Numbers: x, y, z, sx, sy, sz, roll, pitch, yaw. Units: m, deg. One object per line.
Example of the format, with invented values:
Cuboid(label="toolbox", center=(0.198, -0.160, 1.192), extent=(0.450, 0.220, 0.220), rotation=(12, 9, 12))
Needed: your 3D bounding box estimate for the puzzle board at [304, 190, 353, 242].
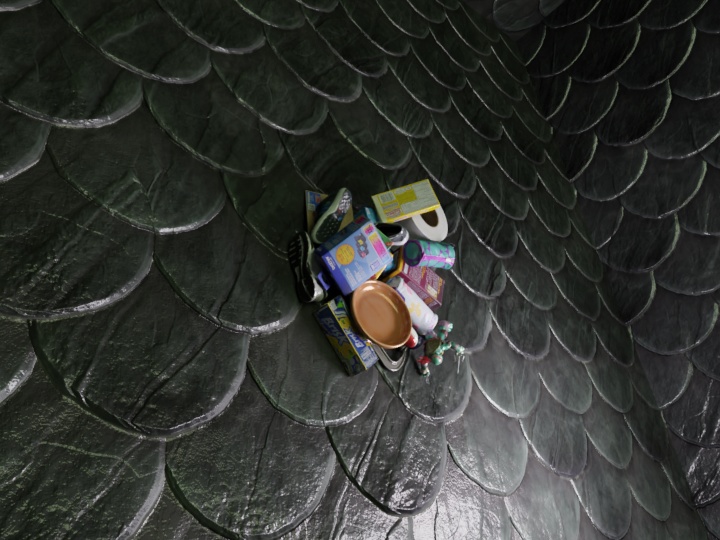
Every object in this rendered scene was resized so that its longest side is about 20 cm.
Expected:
Cuboid(label="puzzle board", center=(-0.088, -0.146, 1.695), extent=(0.147, 0.018, 0.203), rotation=(10, 47, -20))

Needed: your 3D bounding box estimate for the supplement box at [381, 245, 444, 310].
Cuboid(label="supplement box", center=(0.169, 0.032, 1.846), extent=(0.199, 0.085, 0.112), rotation=(38, 42, -23))

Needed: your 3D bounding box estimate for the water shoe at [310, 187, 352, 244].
Cuboid(label="water shoe", center=(-0.094, -0.151, 1.646), extent=(0.202, 0.078, 0.072), rotation=(-57, 134, -32))

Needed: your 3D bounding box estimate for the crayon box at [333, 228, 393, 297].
Cuboid(label="crayon box", center=(0.004, -0.028, 1.633), extent=(0.126, 0.051, 0.202), rotation=(36, 87, -26))

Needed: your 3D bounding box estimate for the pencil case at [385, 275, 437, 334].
Cuboid(label="pencil case", center=(0.149, 0.108, 1.772), extent=(0.083, 0.091, 0.200), rotation=(-47, 111, -5))

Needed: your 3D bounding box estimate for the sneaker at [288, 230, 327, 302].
Cuboid(label="sneaker", center=(-0.139, -0.007, 1.567), extent=(0.079, 0.073, 0.205), rotation=(15, 60, -55))

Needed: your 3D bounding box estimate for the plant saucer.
Cuboid(label="plant saucer", center=(0.052, 0.122, 1.575), extent=(0.197, 0.037, 0.204), rotation=(21, 48, -25))

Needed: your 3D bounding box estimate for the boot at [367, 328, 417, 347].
Cuboid(label="boot", center=(0.063, 0.185, 1.621), extent=(0.198, 0.072, 0.146), rotation=(36, 47, -9))

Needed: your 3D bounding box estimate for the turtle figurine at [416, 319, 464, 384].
Cuboid(label="turtle figurine", center=(0.233, 0.239, 1.731), extent=(0.102, 0.147, 0.201), rotation=(58, 21, -24))

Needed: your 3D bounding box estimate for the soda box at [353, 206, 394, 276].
Cuboid(label="soda box", center=(0.039, -0.089, 1.801), extent=(0.063, 0.067, 0.204), rotation=(5, 62, -43))

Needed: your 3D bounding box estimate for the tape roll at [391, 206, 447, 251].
Cuboid(label="tape roll", center=(0.177, -0.159, 1.940), extent=(0.200, 0.138, 0.207), rotation=(26, 49, -34))

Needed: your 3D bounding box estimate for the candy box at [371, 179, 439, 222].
Cuboid(label="candy box", center=(0.141, -0.215, 1.823), extent=(0.196, 0.027, 0.104), rotation=(-18, 68, -10))

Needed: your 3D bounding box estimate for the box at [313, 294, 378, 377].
Cuboid(label="box", center=(-0.040, 0.174, 1.542), extent=(0.064, 0.070, 0.203), rotation=(-29, 88, -52))

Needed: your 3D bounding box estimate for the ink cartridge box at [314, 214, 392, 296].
Cuboid(label="ink cartridge box", center=(-0.031, -0.031, 1.549), extent=(0.198, 0.076, 0.138), rotation=(-37, 114, -8))

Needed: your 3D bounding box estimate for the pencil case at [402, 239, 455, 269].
Cuboid(label="pencil case", center=(0.218, -0.050, 1.816), extent=(0.092, 0.087, 0.198), rotation=(28, 17, 39))

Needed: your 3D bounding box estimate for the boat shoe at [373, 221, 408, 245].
Cuboid(label="boat shoe", center=(0.041, -0.110, 1.717), extent=(0.068, 0.196, 0.073), rotation=(43, 55, -59))

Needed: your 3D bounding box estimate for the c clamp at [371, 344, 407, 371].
Cuboid(label="c clamp", center=(0.078, 0.186, 1.695), extent=(0.170, 0.027, 0.203), rotation=(-28, 87, -52))

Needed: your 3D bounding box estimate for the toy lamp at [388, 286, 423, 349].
Cuboid(label="toy lamp", center=(0.127, 0.138, 1.702), extent=(0.202, 0.057, 0.059), rotation=(62, 35, -24))
